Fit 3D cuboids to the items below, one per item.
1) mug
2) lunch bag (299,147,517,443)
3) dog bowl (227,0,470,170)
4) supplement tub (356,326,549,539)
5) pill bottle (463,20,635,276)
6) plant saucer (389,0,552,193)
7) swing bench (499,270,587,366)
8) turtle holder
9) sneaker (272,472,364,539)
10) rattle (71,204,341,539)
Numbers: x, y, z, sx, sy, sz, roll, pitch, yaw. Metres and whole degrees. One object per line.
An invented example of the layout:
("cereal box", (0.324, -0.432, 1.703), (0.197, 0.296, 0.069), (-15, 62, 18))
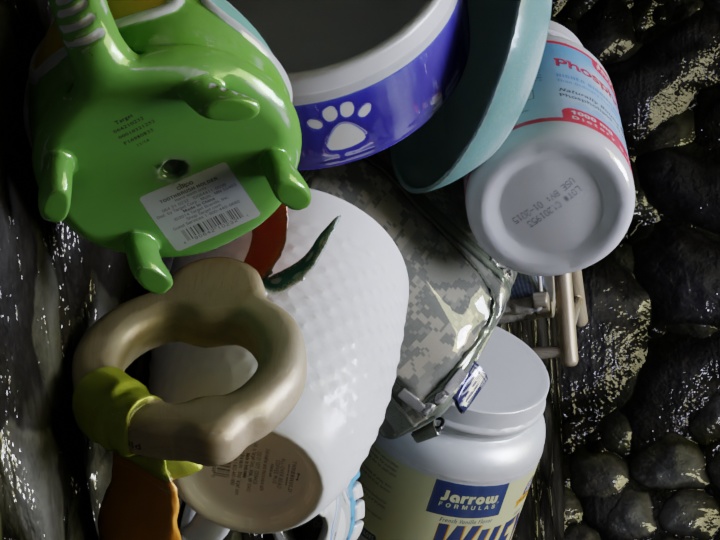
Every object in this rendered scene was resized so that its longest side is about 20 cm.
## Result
("mug", (-0.062, 0.079, 1.546), (0.176, 0.147, 0.200), (-80, -166, -49))
("lunch bag", (0.000, 0.000, 1.728), (0.200, 0.139, 0.168), (44, 40, -13))
("dog bowl", (-0.034, -0.157, 1.585), (0.079, 0.199, 0.201), (76, 14, -47))
("supplement tub", (0.055, 0.149, 1.948), (0.145, 0.144, 0.201), (-77, -177, -59))
("pill bottle", (0.119, -0.089, 1.727), (0.200, 0.108, 0.109), (-91, 172, -60))
("plant saucer", (0.074, -0.141, 1.638), (0.200, 0.036, 0.201), (-165, -90, -71))
("swing bench", (0.078, -0.026, 2.158), (0.130, 0.198, 0.201), (-61, 144, -72))
("turtle holder", (-0.118, -0.091, 1.341), (0.185, 0.141, 0.132), (21, 39, -35))
("sneaker", (-0.041, 0.124, 1.796), (0.087, 0.074, 0.201), (-55, 138, -60))
("rattle", (-0.072, 0.065, 1.430), (0.200, 0.129, 0.143), (-64, 140, -52))
